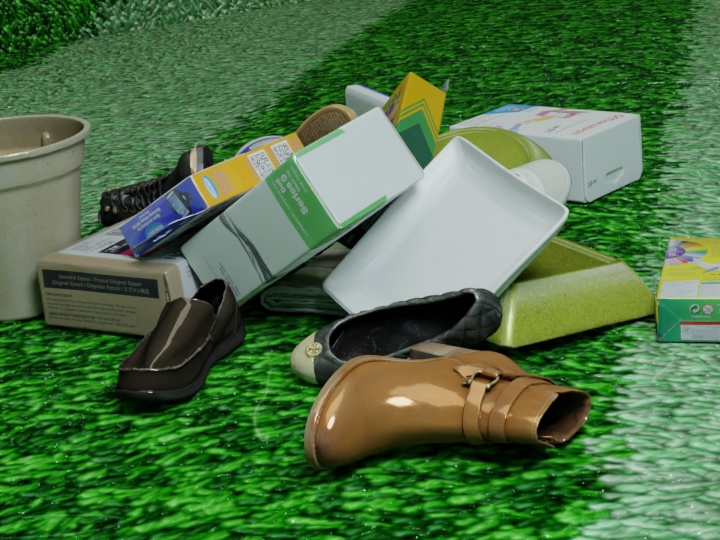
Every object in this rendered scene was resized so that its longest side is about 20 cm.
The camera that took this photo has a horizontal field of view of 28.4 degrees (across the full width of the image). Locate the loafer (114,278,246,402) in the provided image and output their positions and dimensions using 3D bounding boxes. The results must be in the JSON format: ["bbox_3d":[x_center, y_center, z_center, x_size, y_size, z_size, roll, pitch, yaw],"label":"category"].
[{"bbox_3d":[-0.167,0.060,1.288,0.073,0.072,0.200,0,19,17],"label":"loafer"}]

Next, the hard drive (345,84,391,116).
[{"bbox_3d":[0.034,-0.150,1.765,0.025,0.133,0.200,-13,20,-19],"label":"hard drive"}]

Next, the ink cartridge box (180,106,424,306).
[{"bbox_3d":[-0.059,-0.056,1.369,0.200,0.084,0.146,-34,1,43],"label":"ink cartridge box"}]

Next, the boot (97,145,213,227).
[{"bbox_3d":[-0.235,-0.083,1.610,0.137,0.078,0.200,3,-22,-5],"label":"boot"}]

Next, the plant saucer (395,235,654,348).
[{"bbox_3d":[0.152,0.005,1.356,0.199,0.048,0.199,-11,22,-33],"label":"plant saucer"}]

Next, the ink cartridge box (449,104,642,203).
[{"bbox_3d":[0.234,-0.150,1.787,0.199,0.085,0.144,11,24,38],"label":"ink cartridge box"}]

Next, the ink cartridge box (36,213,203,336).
[{"bbox_3d":[-0.208,-0.001,1.481,0.164,0.076,0.200,3,19,27],"label":"ink cartridge box"}]

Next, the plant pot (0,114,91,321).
[{"bbox_3d":[-0.371,-0.053,1.505,0.199,0.185,0.201,-5,19,2],"label":"plant pot"}]

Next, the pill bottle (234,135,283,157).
[{"bbox_3d":[-0.097,-0.095,1.671,0.111,0.113,0.200,-9,18,-13],"label":"pill bottle"}]

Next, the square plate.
[{"bbox_3d":[0.077,-0.013,1.310,0.200,0.028,0.198,-48,37,0],"label":"square plate"}]

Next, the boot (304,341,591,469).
[{"bbox_3d":[0.068,0.115,1.082,0.155,0.077,0.199,15,19,37],"label":"boot"}]

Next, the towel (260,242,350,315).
[{"bbox_3d":[0.000,0.000,1.489,0.148,0.031,0.200,3,20,22],"label":"towel"}]

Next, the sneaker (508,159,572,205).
[{"bbox_3d":[0.137,-0.066,1.457,0.199,0.081,0.077,-26,63,-21],"label":"sneaker"}]

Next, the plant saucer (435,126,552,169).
[{"bbox_3d":[0.118,-0.103,1.577,0.199,0.031,0.201,-9,38,7],"label":"plant saucer"}]

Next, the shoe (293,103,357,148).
[{"bbox_3d":[-0.052,-0.097,1.512,0.070,0.201,0.053,34,32,7],"label":"shoe"}]

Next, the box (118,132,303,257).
[{"bbox_3d":[-0.150,-0.074,1.420,0.119,0.042,0.200,-30,-2,37],"label":"box"}]

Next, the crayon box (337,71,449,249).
[{"bbox_3d":[0.032,-0.123,1.525,0.051,0.126,0.200,30,38,-12],"label":"crayon box"}]

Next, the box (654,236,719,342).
[{"bbox_3d":[0.342,0.011,1.338,0.117,0.049,0.200,0,22,17],"label":"box"}]

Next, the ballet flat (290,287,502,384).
[{"bbox_3d":[0.026,0.050,1.223,0.199,0.057,0.067,-18,56,19],"label":"ballet flat"}]
